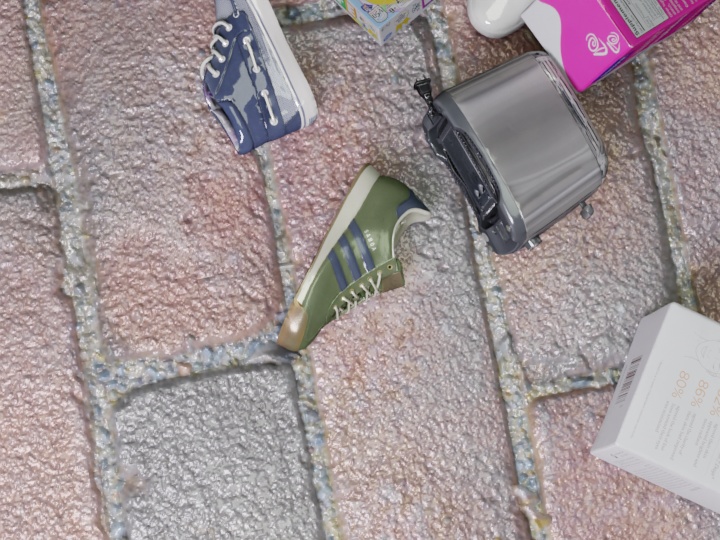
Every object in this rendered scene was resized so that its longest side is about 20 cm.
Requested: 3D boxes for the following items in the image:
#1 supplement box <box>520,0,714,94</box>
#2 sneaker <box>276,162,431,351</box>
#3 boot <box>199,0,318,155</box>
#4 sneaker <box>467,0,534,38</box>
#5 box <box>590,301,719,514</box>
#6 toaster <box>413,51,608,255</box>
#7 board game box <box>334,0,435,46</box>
[{"bbox_3d":[0.270,-0.272,1.749,0.199,0.101,0.104,-32,85,-34],"label":"supplement box"},{"bbox_3d":[0.000,0.000,1.719,0.089,0.067,0.202,26,75,3],"label":"sneaker"},{"bbox_3d":[-0.124,-0.217,1.737,0.090,0.073,0.201,-27,86,-17],"label":"boot"},{"bbox_3d":[0.182,-0.323,1.787,0.075,0.088,0.200,40,78,-1],"label":"sneaker"},{"bbox_3d":[0.348,0.146,1.721,0.198,0.106,0.153,25,78,-2],"label":"box"},{"bbox_3d":[0.150,-0.125,1.740,0.128,0.114,0.201,-28,81,-15],"label":"toaster"},{"bbox_3d":[0.049,-0.335,1.779,0.200,0.034,0.134,-41,69,-12],"label":"board game box"}]
